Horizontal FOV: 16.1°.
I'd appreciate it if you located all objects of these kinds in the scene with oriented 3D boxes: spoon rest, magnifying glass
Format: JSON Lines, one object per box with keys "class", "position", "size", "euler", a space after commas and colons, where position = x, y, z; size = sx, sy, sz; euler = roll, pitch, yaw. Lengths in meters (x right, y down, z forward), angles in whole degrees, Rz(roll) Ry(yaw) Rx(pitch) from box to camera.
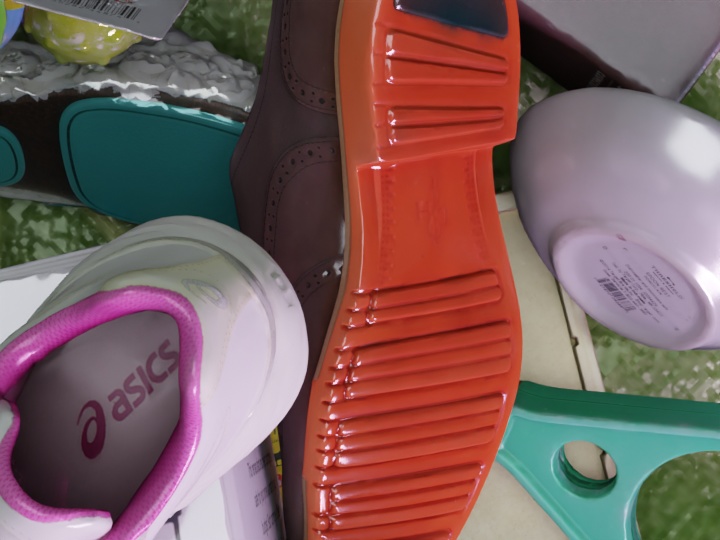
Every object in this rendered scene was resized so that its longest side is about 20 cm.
{"class": "spoon rest", "position": [0.120, 0.016, 0.754], "size": [0.200, 0.099, 0.061], "euler": [48, 58, -22]}
{"class": "magnifying glass", "position": [0.060, 0.053, 0.752], "size": [0.199, 0.022, 0.080], "euler": [28, 125, 9]}

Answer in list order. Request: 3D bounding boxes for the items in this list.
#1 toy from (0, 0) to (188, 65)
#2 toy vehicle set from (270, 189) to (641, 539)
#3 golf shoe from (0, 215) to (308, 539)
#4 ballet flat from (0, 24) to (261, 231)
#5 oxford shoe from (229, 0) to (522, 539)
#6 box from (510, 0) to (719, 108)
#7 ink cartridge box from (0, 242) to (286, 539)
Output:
{"class": "toy", "position": [-0.099, -0.083, 0.716], "size": [0.114, 0.200, 0.048], "euler": [13, 104, 1]}
{"class": "toy vehicle set", "position": [-0.022, 0.056, 0.790], "size": [0.199, 0.027, 0.125], "euler": [-13, 89, 0]}
{"class": "golf shoe", "position": [-0.095, 0.067, 0.588], "size": [0.075, 0.092, 0.200], "euler": [40, 93, 2]}
{"class": "ballet flat", "position": [-0.095, -0.055, 0.778], "size": [0.198, 0.072, 0.072], "euler": [5, 89, -1]}
{"class": "oxford shoe", "position": [0.000, 0.000, 0.725], "size": [0.071, 0.072, 0.201], "euler": [-1, 102, -40]}
{"class": "box", "position": [0.028, -0.127, 0.759], "size": [0.199, 0.100, 0.075], "euler": [35, 89, 2]}
{"class": "ink cartridge box", "position": [-0.062, 0.096, 0.703], "size": [0.083, 0.145, 0.201], "euler": [-10, 88, 1]}
